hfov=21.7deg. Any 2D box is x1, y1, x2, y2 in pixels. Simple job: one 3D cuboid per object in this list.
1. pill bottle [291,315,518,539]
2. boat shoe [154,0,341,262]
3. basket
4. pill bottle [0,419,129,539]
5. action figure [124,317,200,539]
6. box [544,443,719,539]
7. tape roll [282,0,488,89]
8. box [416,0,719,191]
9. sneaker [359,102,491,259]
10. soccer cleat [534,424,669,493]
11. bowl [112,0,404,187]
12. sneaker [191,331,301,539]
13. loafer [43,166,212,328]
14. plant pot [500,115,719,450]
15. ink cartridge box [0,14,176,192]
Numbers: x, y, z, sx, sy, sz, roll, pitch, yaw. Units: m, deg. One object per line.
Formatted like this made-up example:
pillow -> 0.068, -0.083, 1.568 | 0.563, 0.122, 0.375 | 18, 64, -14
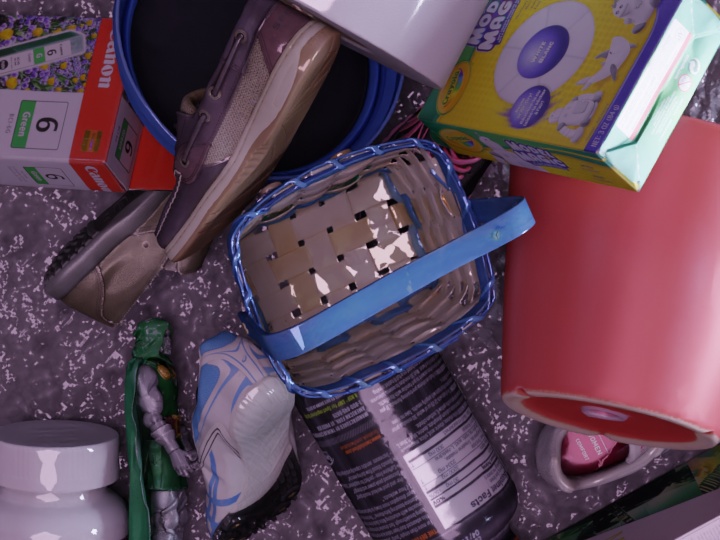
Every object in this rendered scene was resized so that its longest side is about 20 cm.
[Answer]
pill bottle -> 0.039, 0.135, 1.290 | 0.106, 0.106, 0.201 | -29, 95, 7
boat shoe -> -0.080, -0.087, 1.143 | 0.065, 0.072, 0.200 | 41, 131, 7
basket -> 0.000, 0.000, 1.157 | 0.175, 0.200, 0.140 | -26, 104, -14
pill bottle -> -0.216, 0.212, 1.314 | 0.109, 0.110, 0.202 | 2, 98, 3
action figure -> -0.138, 0.133, 1.309 | 0.054, 0.118, 0.202 | -6, 86, 3
box -> 0.185, 0.188, 1.269 | 0.199, 0.144, 0.037 | -29, 97, 6
tape roll -> -0.022, -0.187, 1.139 | 0.201, 0.202, 0.071 | 29, 94, -1
box -> 0.117, -0.121, 1.137 | 0.048, 0.199, 0.118 | 36, 79, -33
sneaker -> 0.064, -0.088, 1.266 | 0.079, 0.095, 0.201 | 34, 100, -3
soccer cleat -> 0.211, 0.096, 1.284 | 0.199, 0.086, 0.070 | -31, 95, 7
bowl -> -0.069, -0.149, 1.247 | 0.199, 0.039, 0.202 | 6, 71, -18
sneaker -> -0.082, 0.118, 1.284 | 0.071, 0.201, 0.073 | -23, 55, -24
loafer -> -0.128, -0.037, 1.301 | 0.200, 0.075, 0.070 | -40, 108, 8
plant pot -> 0.174, 0.011, 1.194 | 0.199, 0.201, 0.179 | 13, 78, 2
ink cartridge box -> -0.183, -0.112, 1.257 | 0.198, 0.050, 0.110 | 4, 68, 16
